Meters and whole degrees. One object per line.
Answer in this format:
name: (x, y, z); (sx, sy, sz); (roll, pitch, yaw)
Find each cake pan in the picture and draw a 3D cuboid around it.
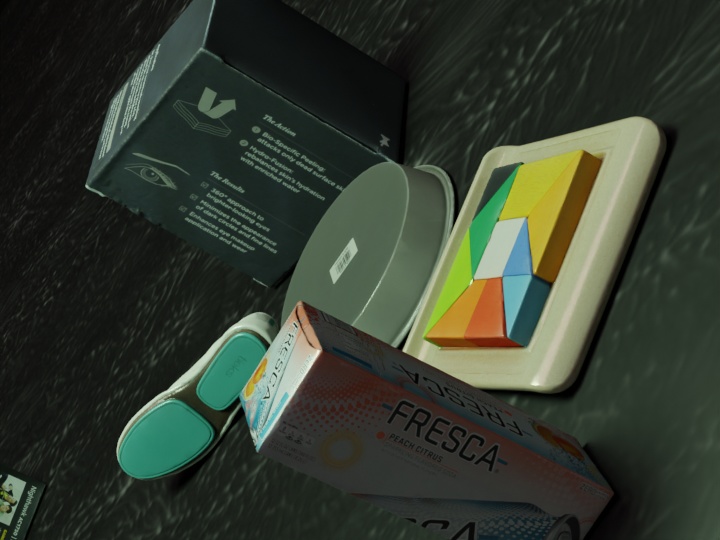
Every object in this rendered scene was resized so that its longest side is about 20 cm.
cake pan: (0.000, 0.000, 1.306); (0.200, 0.037, 0.201); (-46, 28, 33)

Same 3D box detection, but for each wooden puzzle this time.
wooden puzzle: (0.103, -0.011, 1.098); (0.200, 0.037, 0.186); (-2, 62, 64)

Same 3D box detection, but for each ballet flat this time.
ballet flat: (-0.134, 0.108, 1.451); (0.200, 0.069, 0.070); (-45, 27, 26)

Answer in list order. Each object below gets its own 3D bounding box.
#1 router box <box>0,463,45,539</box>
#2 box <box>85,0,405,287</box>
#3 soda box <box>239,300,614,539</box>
router box: (-0.439, 0.290, 1.769); (0.051, 0.149, 0.201); (-18, 48, 58)
box: (-0.097, -0.118, 1.440); (0.200, 0.196, 0.118); (-42, 29, 39)
soda box: (0.036, 0.095, 0.909); (0.069, 0.199, 0.064); (-57, 23, 14)
